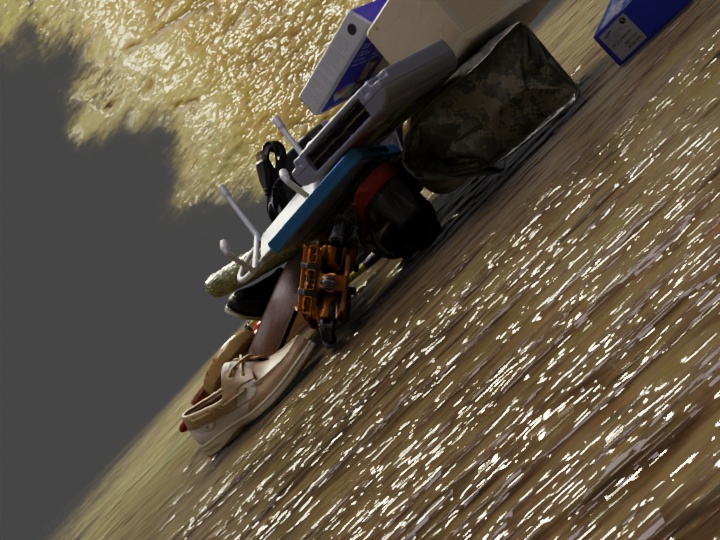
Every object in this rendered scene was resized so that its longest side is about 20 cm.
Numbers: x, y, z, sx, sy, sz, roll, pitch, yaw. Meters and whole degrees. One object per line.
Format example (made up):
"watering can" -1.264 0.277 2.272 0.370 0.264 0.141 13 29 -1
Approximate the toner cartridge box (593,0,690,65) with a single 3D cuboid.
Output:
"toner cartridge box" 0.304 -0.286 1.188 0.095 0.043 0.200 -42 6 28

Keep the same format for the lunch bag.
"lunch bag" 0.134 -0.170 1.232 0.200 0.118 0.164 -40 3 13

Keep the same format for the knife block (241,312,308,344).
"knife block" -0.122 0.078 1.681 0.176 0.064 0.200 -49 6 -28

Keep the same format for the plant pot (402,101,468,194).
"plant pot" 0.109 -0.196 1.395 0.027 0.201 0.200 18 53 34

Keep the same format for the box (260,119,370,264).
"box" -0.035 -0.116 1.728 0.107 0.200 0.149 -44 6 19

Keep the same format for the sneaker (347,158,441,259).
"sneaker" 0.044 -0.047 1.275 0.071 0.098 0.201 -45 -19 -10

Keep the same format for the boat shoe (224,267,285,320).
"boat shoe" -0.107 0.024 1.542 0.201 0.073 0.063 -14 -58 -47

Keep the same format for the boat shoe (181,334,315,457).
"boat shoe" -0.134 0.134 1.282 0.200 0.069 0.074 -44 5 23

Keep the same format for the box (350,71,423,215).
"box" 0.037 -0.153 1.526 0.149 0.124 0.200 -63 -1 -9

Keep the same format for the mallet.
"mallet" 0.000 0.000 1.476 0.200 0.041 0.066 -41 4 6

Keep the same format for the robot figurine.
"robot figurine" -0.036 0.011 1.253 0.200 0.058 0.146 -9 -74 -86

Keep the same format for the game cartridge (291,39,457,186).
"game cartridge" 0.017 -0.167 1.197 0.133 0.041 0.200 -39 0 -37

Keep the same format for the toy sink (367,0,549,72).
"toy sink" 0.124 -0.311 1.279 0.200 0.112 0.130 -38 -4 -29

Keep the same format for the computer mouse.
"computer mouse" -0.030 -0.133 1.398 0.199 0.110 0.044 -18 -18 5

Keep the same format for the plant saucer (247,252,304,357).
"plant saucer" -0.101 0.059 1.412 0.200 0.036 0.201 23 -90 -90

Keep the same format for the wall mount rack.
"wall mount rack" -0.109 -0.089 1.338 0.200 0.074 0.174 -48 22 18

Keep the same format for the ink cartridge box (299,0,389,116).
"ink cartridge box" 0.029 -0.302 1.410 0.198 0.043 0.200 -37 -10 -50

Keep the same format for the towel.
"towel" -0.119 -0.020 1.474 0.148 0.037 0.200 -30 1 17

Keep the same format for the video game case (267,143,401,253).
"video game case" -0.025 -0.085 1.275 0.143 0.018 0.200 -48 -6 15

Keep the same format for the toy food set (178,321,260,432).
"toy food set" -0.179 0.144 1.543 0.198 0.049 0.200 -54 -2 27
